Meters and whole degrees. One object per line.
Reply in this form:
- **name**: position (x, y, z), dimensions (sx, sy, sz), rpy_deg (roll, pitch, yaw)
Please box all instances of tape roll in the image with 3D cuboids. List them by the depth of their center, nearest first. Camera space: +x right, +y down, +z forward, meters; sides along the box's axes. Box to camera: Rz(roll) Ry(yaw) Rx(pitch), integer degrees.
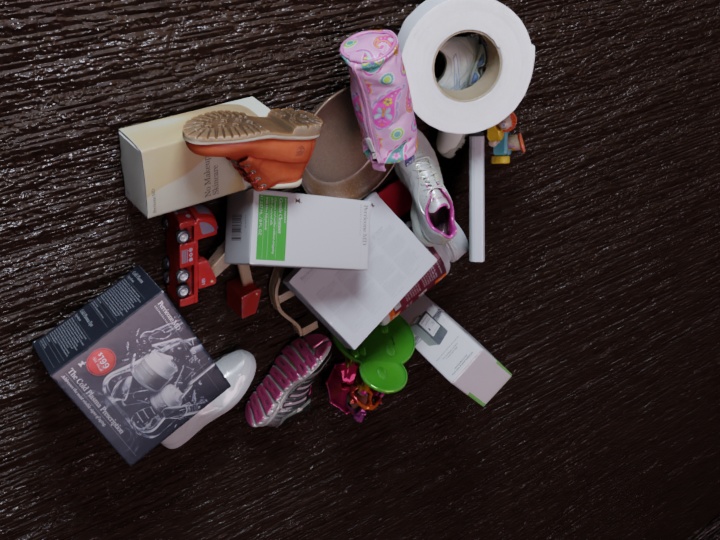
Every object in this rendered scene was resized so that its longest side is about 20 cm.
- **tape roll**: position (0.151, -0.307, 1.382), dimensions (0.201, 0.071, 0.204), rpy_deg (-3, 113, -7)

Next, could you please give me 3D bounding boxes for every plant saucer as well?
- **plant saucer**: position (-0.020, -0.194, 1.410), dimensions (0.200, 0.037, 0.201), rpy_deg (-25, 135, -27)

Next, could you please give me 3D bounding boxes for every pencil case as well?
- **pencil case**: position (0.029, -0.239, 1.326), dimensions (0.087, 0.087, 0.201), rpy_deg (-33, 138, -19)

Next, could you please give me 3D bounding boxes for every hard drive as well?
- **hard drive**: position (0.193, -0.124, 1.552), dimensions (0.132, 0.026, 0.201), rpy_deg (-57, 146, -77)

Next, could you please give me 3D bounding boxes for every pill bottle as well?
- **pill bottle**: position (0.078, -0.010, 1.581), dimensions (0.200, 0.114, 0.114), rpy_deg (-38, 139, -12)

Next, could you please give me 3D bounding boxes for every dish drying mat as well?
- **dish drying mat**: position (0.024, -0.091, 1.544), dimensions (0.200, 0.018, 0.077), rpy_deg (-35, 137, -17)

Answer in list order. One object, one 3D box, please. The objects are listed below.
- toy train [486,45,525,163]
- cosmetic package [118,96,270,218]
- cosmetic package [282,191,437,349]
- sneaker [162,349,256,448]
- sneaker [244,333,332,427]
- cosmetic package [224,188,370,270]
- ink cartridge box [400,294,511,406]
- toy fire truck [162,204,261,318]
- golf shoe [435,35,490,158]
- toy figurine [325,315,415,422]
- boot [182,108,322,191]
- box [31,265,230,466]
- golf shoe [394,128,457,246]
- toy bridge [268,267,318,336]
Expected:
- **toy train**: position (0.238, -0.264, 1.527), dimensions (0.200, 0.055, 0.151), rpy_deg (66, 31, -53)
- **cosmetic package**: position (-0.210, -0.152, 1.238), dimensions (0.199, 0.071, 0.106), rpy_deg (-22, 132, -30)
- **cosmetic package**: position (0.000, 0.000, 1.471), dimensions (0.200, 0.052, 0.151), rpy_deg (-46, 104, -13)
- **sneaker**: position (-0.258, 0.185, 1.454), dimensions (0.200, 0.074, 0.116), rpy_deg (-44, 143, -5)
- **sneaker**: position (-0.110, 0.192, 1.600), dimensions (0.200, 0.074, 0.087), rpy_deg (-51, 141, 8)
- **cosmetic package**: position (-0.089, -0.056, 1.346), dimensions (0.199, 0.085, 0.108), rpy_deg (1, 90, -35)
- **ink cartridge box**: position (0.160, 0.137, 1.706), dimensions (0.084, 0.200, 0.145), rpy_deg (-48, 140, 2)
- **toy fire truck**: position (-0.213, -0.012, 1.361), dimensions (0.141, 0.049, 0.201), rpy_deg (-18, 130, -33)
- **golf shoe**: position (0.134, -0.276, 1.480), dimensions (0.097, 0.078, 0.201), rpy_deg (3, 120, -17)
- **toy figurine**: position (0.006, 0.190, 1.634), dimensions (0.149, 0.201, 0.185), rpy_deg (1, 133, -19)
- **boot**: position (-0.141, -0.146, 1.197), dimensions (0.199, 0.075, 0.108), rpy_deg (-6, 126, -40)
- **box**: position (-0.315, 0.132, 1.308), dimensions (0.182, 0.104, 0.200), rpy_deg (-39, 127, -14)
- **golf shoe**: position (0.109, -0.135, 1.484), dimensions (0.075, 0.091, 0.201), rpy_deg (-22, 101, -16)
- **toy bridge**: position (-0.113, 0.028, 1.502), dimensions (0.067, 0.027, 0.201), rpy_deg (-29, 135, -23)
